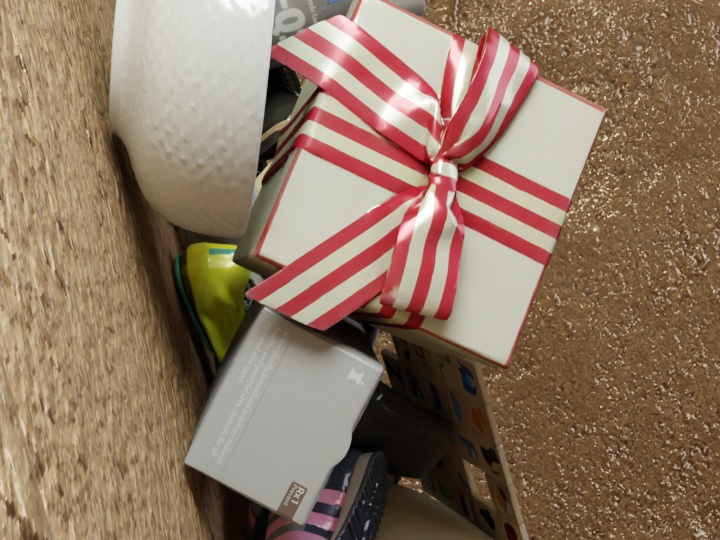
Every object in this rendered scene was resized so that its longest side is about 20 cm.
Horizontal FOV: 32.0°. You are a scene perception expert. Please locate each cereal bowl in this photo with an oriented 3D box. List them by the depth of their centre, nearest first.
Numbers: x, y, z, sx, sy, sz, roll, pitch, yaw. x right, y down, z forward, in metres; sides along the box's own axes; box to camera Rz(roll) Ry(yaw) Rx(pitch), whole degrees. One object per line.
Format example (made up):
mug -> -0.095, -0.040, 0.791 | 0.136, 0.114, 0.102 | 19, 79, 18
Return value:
cereal bowl -> -0.097, -0.121, 0.712 | 0.200, 0.082, 0.203 | -175, -90, -82

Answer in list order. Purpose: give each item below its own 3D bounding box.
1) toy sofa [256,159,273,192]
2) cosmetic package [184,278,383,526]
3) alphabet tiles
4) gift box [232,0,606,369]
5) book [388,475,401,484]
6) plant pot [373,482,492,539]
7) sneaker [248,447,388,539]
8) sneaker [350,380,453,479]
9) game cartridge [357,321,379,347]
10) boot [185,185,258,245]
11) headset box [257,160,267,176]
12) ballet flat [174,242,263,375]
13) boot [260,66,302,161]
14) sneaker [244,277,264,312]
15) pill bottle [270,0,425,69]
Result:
toy sofa -> -0.055, -0.011, 1.166 | 0.097, 0.083, 0.201 | 35, -21, 17
cosmetic package -> -0.049, 0.074, 0.799 | 0.108, 0.089, 0.200 | -62, -177, 1
alphabet tiles -> 0.063, 0.109, 0.964 | 0.167, 0.007, 0.203 | 23, -47, 62
gift box -> 0.014, -0.047, 0.760 | 0.187, 0.197, 0.187 | 174, -65, -77
book -> -0.034, 0.171, 1.127 | 0.135, 0.048, 0.200 | -68, -154, 11
plant pot -> -0.001, 0.238, 0.954 | 0.135, 0.200, 0.200 | 48, -5, 5
sneaker -> -0.048, 0.190, 0.840 | 0.200, 0.081, 0.071 | -51, 141, -55
sneaker -> -0.018, 0.131, 0.980 | 0.199, 0.105, 0.076 | -18, -131, 59
game cartridge -> 0.000, 0.000, 1.056 | 0.134, 0.040, 0.202 | -97, -162, -50
boot -> -0.123, -0.063, 0.965 | 0.096, 0.073, 0.202 | -60, 159, -49
headset box -> -0.126, -0.068, 1.317 | 0.149, 0.076, 0.202 | 80, -3, -62
ballet flat -> -0.088, 0.053, 0.951 | 0.201, 0.066, 0.067 | 80, -2, -47
boot -> -0.087, -0.179, 1.189 | 0.200, 0.076, 0.140 | -166, -120, -81
sneaker -> -0.086, 0.094, 1.141 | 0.088, 0.075, 0.203 | 118, -41, -77
pill bottle -> -0.048, -0.248, 1.120 | 0.114, 0.197, 0.115 | 164, -90, -89
